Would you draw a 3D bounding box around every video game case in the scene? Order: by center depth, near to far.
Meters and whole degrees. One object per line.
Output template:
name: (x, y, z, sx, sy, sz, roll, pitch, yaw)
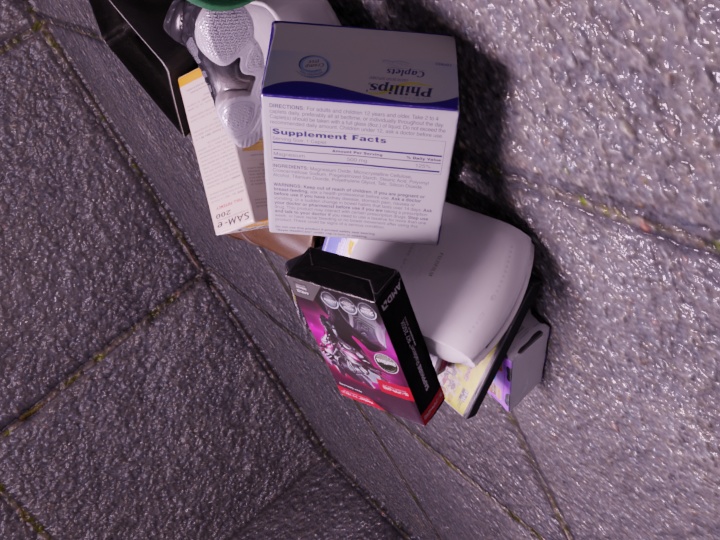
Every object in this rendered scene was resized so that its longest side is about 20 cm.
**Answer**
video game case: (0.108, 0.047, 1.153, 0.180, 0.025, 0.202, 39, 120, 30)

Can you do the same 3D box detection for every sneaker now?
sneaker: (-0.160, -0.240, 1.076, 0.114, 0.075, 0.201, 43, 157, 33)

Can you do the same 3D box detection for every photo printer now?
photo printer: (0.085, 0.006, 1.049, 0.198, 0.168, 0.070, 22, 166, 30)

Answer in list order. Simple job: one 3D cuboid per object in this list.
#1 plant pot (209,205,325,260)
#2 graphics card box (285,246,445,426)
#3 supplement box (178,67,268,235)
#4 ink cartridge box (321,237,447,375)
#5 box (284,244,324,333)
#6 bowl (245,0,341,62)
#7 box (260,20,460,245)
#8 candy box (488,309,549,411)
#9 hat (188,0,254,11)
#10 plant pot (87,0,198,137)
plant pot: (-0.083, -0.097, 1.365, 0.197, 0.200, 0.201, 32, 157, 35)
graphics card box: (0.008, 0.073, 1.014, 0.124, 0.051, 0.202, 16, 142, 36)
supplement box: (-0.143, -0.155, 1.195, 0.073, 0.125, 0.203, -15, 89, 35)
ink cartridge box: (0.033, 0.030, 1.157, 0.198, 0.042, 0.121, 26, 112, 24)
box: (0.000, 0.000, 1.287, 0.050, 0.198, 0.162, 61, 171, 24)
bowl: (-0.063, -0.233, 1.074, 0.202, 0.074, 0.199, 60, 164, -25)
box: (-0.002, -0.130, 0.935, 0.201, 0.181, 0.106, 94, 180, -54)
candy box: (0.150, 0.066, 1.242, 0.200, 0.071, 0.168, 45, 164, 25)
hat: (-0.179, -0.371, 1.001, 0.175, 0.200, 0.167, 18, 143, 49)
plant pot: (-0.238, -0.340, 1.263, 0.200, 0.177, 0.200, 48, 165, 11)
